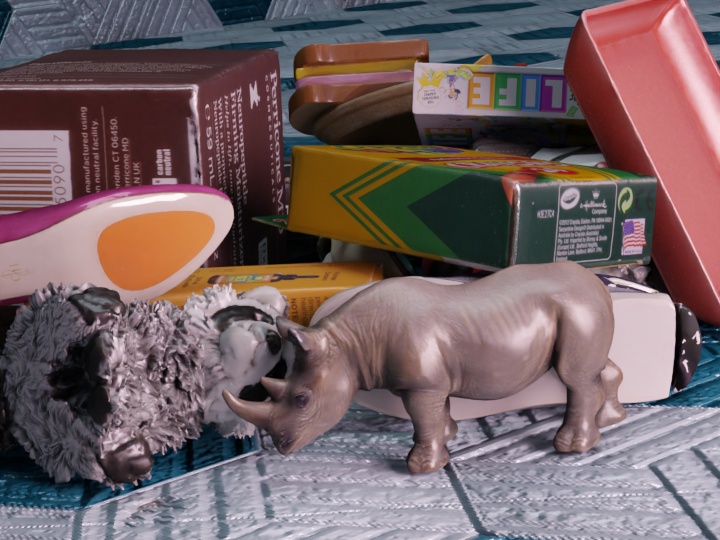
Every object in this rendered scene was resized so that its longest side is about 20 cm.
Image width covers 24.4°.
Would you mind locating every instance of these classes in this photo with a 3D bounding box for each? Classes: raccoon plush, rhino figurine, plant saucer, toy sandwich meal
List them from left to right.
[{"bbox_3d":[-0.122,0.045,0.857,0.199,0.098,0.133,7,10,41],"label":"raccoon plush"},{"bbox_3d":[0.041,-0.143,1.297,0.203,0.071,0.205,-12,-7,-1],"label":"toy sandwich meal"},{"bbox_3d":[0.032,0.045,0.789,0.198,0.088,0.060,-7,13,-9],"label":"rhino figurine"},{"bbox_3d":[0.198,-0.070,1.028,0.037,0.201,0.200,-26,0,31],"label":"plant saucer"}]

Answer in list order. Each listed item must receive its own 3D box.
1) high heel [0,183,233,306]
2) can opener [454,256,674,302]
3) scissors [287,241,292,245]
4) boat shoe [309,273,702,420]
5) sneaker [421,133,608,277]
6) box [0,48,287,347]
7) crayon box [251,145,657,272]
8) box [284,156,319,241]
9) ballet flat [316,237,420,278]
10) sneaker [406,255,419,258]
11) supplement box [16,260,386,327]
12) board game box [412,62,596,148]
[{"bbox_3d":[-0.170,-0.015,0.894,0.198,0.068,0.096,-24,34,-10],"label":"high heel"},{"bbox_3d":[0.103,0.024,0.973,0.198,0.054,0.067,-12,-17,-27],"label":"can opener"},{"bbox_3d":[-0.150,-0.016,1.270,0.198,0.014,0.073,-9,16,-22],"label":"scissors"},{"bbox_3d":[0.073,0.036,0.877,0.198,0.076,0.093,4,7,1],"label":"boat shoe"},{"bbox_3d":[0.115,-0.053,1.086,0.199,0.071,0.098,-22,55,-16],"label":"sneaker"},{"bbox_3d":[-0.150,-0.053,1.086,0.162,0.168,0.200,1,14,12],"label":"box"},{"bbox_3d":[0.048,-0.039,0.934,0.199,0.051,0.126,11,11,43],"label":"crayon box"},{"bbox_3d":[-0.010,-0.060,1.312,0.198,0.050,0.161,-5,10,-23],"label":"box"},{"bbox_3d":[0.000,0.000,1.071,0.069,0.070,0.200,-5,11,-3],"label":"ballet flat"},{"bbox_3d":[0.097,-0.041,1.164,0.198,0.075,0.082,-4,15,8],"label":"sneaker"},{"bbox_3d":[-0.084,0.035,0.924,0.198,0.070,0.067,-5,14,7],"label":"supplement box"},{"bbox_3d":[0.108,-0.103,1.159,0.133,0.035,0.200,3,-6,6],"label":"board game box"}]
